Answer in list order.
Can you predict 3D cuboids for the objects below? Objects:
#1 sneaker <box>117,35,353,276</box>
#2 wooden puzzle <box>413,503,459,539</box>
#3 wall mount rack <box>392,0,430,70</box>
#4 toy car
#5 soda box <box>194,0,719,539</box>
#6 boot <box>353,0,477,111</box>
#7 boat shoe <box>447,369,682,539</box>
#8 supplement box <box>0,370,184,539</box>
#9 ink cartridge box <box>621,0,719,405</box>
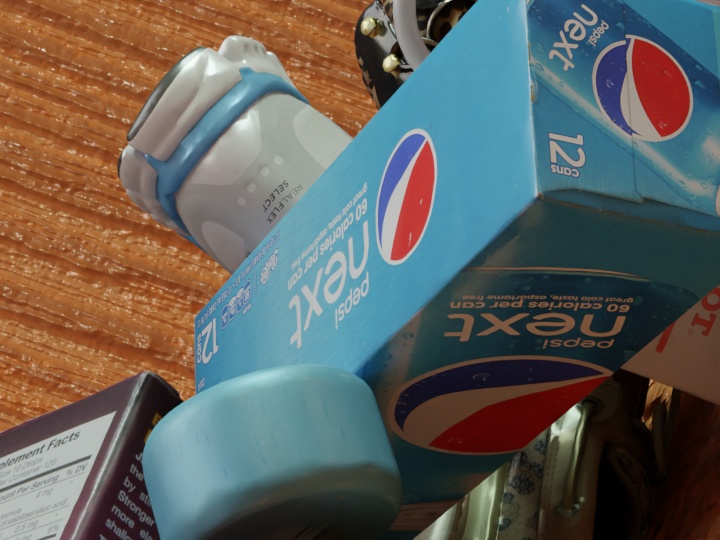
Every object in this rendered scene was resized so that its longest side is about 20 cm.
[{"bbox_3d":[0.000,0.000,0.881,0.075,0.087,0.200,-51,-25,6],"label":"sneaker"},{"bbox_3d":[0.041,0.105,0.943,0.201,0.037,0.185,89,-165,-45],"label":"wooden puzzle"},{"bbox_3d":[0.065,-0.158,0.916,0.200,0.174,0.075,-48,8,8],"label":"wall mount rack"},{"bbox_3d":[-0.074,0.147,0.679,0.177,0.199,0.185,111,146,-60],"label":"toy car"},{"bbox_3d":[0.023,0.004,0.730,0.200,0.064,0.068,133,141,-52],"label":"soda box"},{"bbox_3d":[0.046,-0.060,1.132,0.200,0.073,0.151,67,-179,-62],"label":"boot"},{"bbox_3d":[0.061,0.085,0.829,0.074,0.062,0.200,75,-153,-42],"label":"boat shoe"},{"bbox_3d":[-0.083,0.145,0.816,0.085,0.110,0.201,-22,35,42],"label":"supplement box"},{"bbox_3d":[0.096,-0.043,0.799,0.200,0.067,0.117,-73,2,-69],"label":"ink cartridge box"}]
